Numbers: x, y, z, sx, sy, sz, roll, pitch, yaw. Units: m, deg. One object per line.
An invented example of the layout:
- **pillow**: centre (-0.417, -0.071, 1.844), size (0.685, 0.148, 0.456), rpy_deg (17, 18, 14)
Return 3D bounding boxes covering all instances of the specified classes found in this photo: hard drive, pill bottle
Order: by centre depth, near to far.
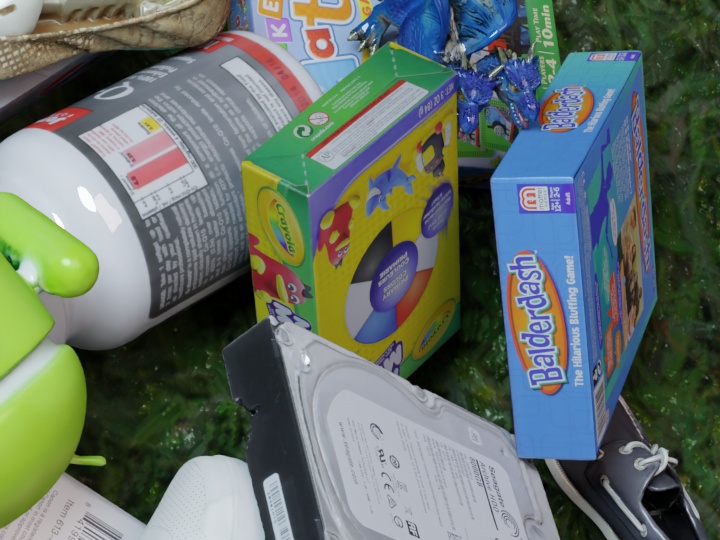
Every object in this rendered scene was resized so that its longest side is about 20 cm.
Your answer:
- **hard drive**: centre (0.026, 0.113, 1.030), size (0.200, 0.038, 0.140), rpy_deg (30, 34, -43)
- **pill bottle**: centre (-0.113, -0.031, 1.078), size (0.200, 0.116, 0.116), rpy_deg (-31, 90, -35)

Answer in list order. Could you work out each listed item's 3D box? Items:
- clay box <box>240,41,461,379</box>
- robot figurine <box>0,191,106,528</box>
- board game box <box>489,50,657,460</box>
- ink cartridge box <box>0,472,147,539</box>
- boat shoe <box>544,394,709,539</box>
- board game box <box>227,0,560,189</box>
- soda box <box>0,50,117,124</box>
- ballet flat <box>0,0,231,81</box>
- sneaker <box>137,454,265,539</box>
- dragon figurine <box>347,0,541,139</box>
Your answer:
- **clay box**: centre (0.000, 0.000, 1.098), size (0.048, 0.200, 0.115), rpy_deg (27, 51, 30)
- **robot figurine**: centre (-0.195, 0.029, 0.921), size (0.175, 0.116, 0.200), rpy_deg (-40, 99, -18)
- **board game box**: centre (0.116, -0.013, 1.154), size (0.200, 0.045, 0.152), rpy_deg (-53, 140, -62)
- **ink cartridge box**: centre (-0.127, 0.193, 1.011), size (0.200, 0.084, 0.145), rpy_deg (35, 59, -15)
- **boat shoe**: centre (0.160, 0.119, 1.197), size (0.073, 0.063, 0.200), rpy_deg (-9, 63, -42)
- **board game box**: centre (0.021, -0.124, 1.237), size (0.200, 0.037, 0.151), rpy_deg (3, 72, -29)
- **soda box**: centre (-0.144, -0.140, 1.128), size (0.200, 0.068, 0.063), rpy_deg (-38, 94, -33)
- **ballet flat**: centre (-0.146, -0.132, 1.039), size (0.200, 0.065, 0.071), rpy_deg (-17, 58, -35)
- **sneaker**: centre (-0.116, 0.152, 0.936), size (0.116, 0.074, 0.200), rpy_deg (28, 61, -22)
- **dragon figurine**: centre (0.043, -0.134, 1.153), size (0.059, 0.099, 0.200), rpy_deg (11, 51, -27)
